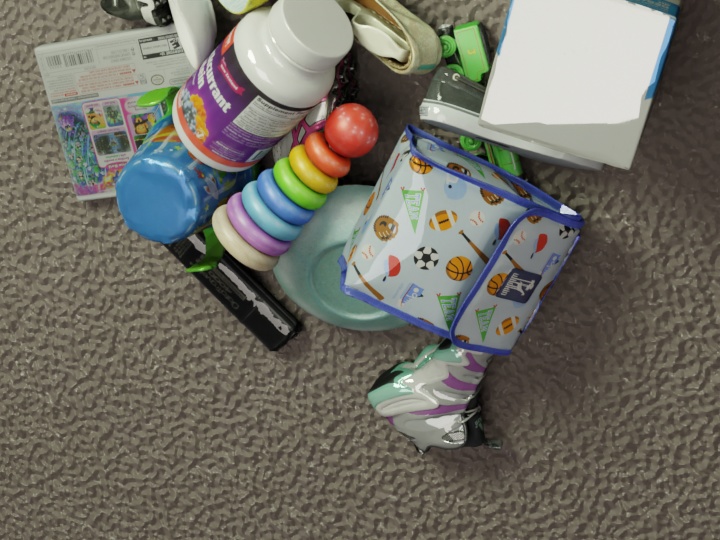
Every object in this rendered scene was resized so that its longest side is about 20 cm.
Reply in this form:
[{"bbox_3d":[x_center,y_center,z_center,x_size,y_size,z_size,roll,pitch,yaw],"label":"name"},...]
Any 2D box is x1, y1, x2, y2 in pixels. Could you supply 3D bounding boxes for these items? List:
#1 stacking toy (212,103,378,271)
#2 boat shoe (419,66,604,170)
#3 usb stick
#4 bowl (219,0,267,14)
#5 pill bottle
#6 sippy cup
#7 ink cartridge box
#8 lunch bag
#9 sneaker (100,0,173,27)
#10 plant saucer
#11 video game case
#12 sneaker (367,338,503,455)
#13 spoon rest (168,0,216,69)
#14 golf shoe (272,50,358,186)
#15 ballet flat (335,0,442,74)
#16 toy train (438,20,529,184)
[{"bbox_3d":[-0.060,-0.094,1.510,0.085,0.085,0.200,44,111,-1],"label":"stacking toy"},{"bbox_3d":[0.156,-0.147,1.466,0.200,0.069,0.057,16,90,-18],"label":"boat shoe"},{"bbox_3d":[-0.150,0.011,1.688,0.200,0.033,0.055,45,126,-2],"label":"usb stick"},{"bbox_3d":[-0.098,-0.362,1.460,0.108,0.200,0.201,-20,108,-19],"label":"bowl"},{"bbox_3d":[-0.095,-0.192,1.486,0.111,0.111,0.200,48,134,-3],"label":"pill bottle"},{"bbox_3d":[-0.191,-0.093,1.580,0.178,0.130,0.140,43,119,-3],"label":"sippy cup"},{"bbox_3d":[0.210,-0.206,1.368,0.144,0.200,0.147,17,116,9],"label":"ink cartridge box"},{"bbox_3d":[0.101,-0.022,1.480,0.200,0.124,0.170,25,108,-10],"label":"lunch bag"},{"bbox_3d":[-0.253,-0.352,1.556,0.090,0.066,0.200,2,114,17],"label":"sneaker"},{"bbox_3d":[0.000,0.000,1.587,0.201,0.039,0.201,4,129,5],"label":"plant saucer"},{"bbox_3d":[-0.250,-0.175,1.654,0.200,0.024,0.182,-6,109,21],"label":"video game case"},{"bbox_3d":[0.119,0.137,1.622,0.200,0.078,0.140,-33,100,36],"label":"sneaker"},{"bbox_3d":[-0.186,-0.296,1.506,0.061,0.099,0.200,-14,128,-14],"label":"spoon rest"},{"bbox_3d":[-0.058,-0.147,1.565,0.092,0.073,0.200,17,116,12],"label":"golf shoe"},{"bbox_3d":[-0.005,-0.261,1.481,0.200,0.062,0.068,36,125,19],"label":"ballet flat"},{"bbox_3d":[0.124,-0.157,1.514,0.056,0.042,0.200,-14,106,14],"label":"toy train"}]
